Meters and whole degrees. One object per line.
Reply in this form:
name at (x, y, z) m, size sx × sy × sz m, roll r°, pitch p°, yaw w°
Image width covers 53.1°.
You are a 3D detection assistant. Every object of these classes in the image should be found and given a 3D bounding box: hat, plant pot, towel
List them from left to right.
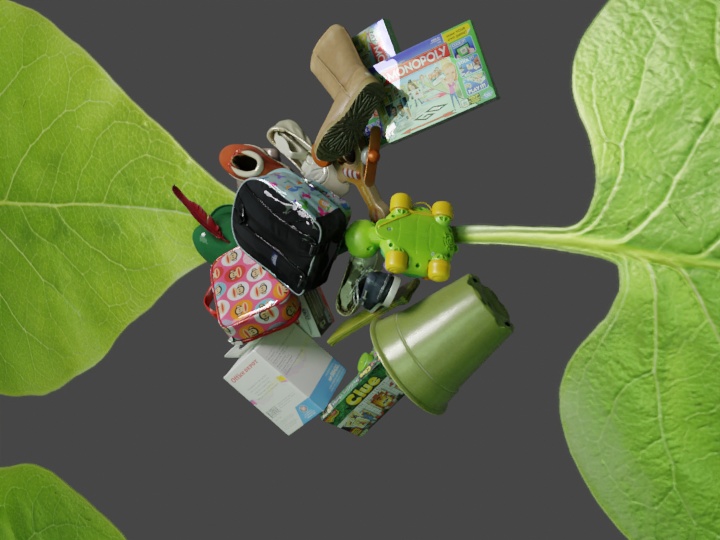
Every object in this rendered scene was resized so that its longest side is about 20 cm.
hat at (-0.324, -0.054, 1.482) m, size 0.165 × 0.176 × 0.201 m, roll -32°, pitch 81°, yaw 32°
towel at (0.025, 0.079, 1.344) m, size 0.200 × 0.086 × 0.018 m, roll -33°, pitch 97°, yaw 33°
plant pot at (0.152, 0.109, 1.224) m, size 0.190 × 0.200 × 0.200 m, roll -39°, pitch 77°, yaw 18°

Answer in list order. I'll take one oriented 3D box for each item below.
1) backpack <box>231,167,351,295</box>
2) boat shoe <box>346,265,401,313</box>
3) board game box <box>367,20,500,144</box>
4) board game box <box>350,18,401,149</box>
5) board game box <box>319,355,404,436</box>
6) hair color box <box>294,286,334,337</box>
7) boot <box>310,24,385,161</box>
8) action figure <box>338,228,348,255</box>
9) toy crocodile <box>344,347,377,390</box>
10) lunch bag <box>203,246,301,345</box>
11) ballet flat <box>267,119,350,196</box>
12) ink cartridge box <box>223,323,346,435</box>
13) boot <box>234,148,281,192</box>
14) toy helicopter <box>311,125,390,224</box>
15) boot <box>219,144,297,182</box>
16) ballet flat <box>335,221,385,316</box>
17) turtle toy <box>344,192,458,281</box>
backpack at (-0.125, -0.080, 1.261) m, size 0.200 × 0.150 × 0.178 m, roll 32°, pitch 127°, yaw 17°
boat shoe at (0.019, 0.033, 1.257) m, size 0.062 × 0.200 × 0.075 m, roll 27°, pitch 86°, yaw -5°
board game box at (0.117, -0.314, 1.215) m, size 0.199 × 0.029 × 0.135 m, roll -20°, pitch 88°, yaw 22°
board game box at (0.028, -0.328, 1.301) m, size 0.134 × 0.029 × 0.201 m, roll -22°, pitch 87°, yaw 34°
board game box at (0.026, 0.227, 1.343) m, size 0.200 × 0.105 × 0.023 m, roll -48°, pitch 32°, yaw 19°
hair color box at (-0.164, 0.079, 1.457) m, size 0.199 × 0.064 × 0.111 m, roll -7°, pitch 115°, yaw 34°
boot at (-0.045, -0.307, 1.250) m, size 0.175 × 0.066 × 0.200 m, roll -48°, pitch 45°, yaw 20°
action figure at (-0.106, -0.035, 1.426) m, size 0.200 × 0.055 × 0.118 m, roll -43°, pitch 78°, yaw 34°
toy crocodile at (0.015, 0.209, 1.390) m, size 0.067 × 0.062 × 0.201 m, roll 20°, pitch 114°, yaw -17°
lunch bag at (-0.209, 0.038, 1.352) m, size 0.176 × 0.082 × 0.200 m, roll -23°, pitch 44°, yaw 5°
ballet flat at (-0.104, -0.211, 1.374) m, size 0.200 × 0.069 × 0.070 m, roll 45°, pitch 119°, yaw 18°
ink cartridge box at (-0.154, 0.193, 1.403) m, size 0.200 × 0.125 × 0.128 m, roll 44°, pitch 130°, yaw -7°
boot at (-0.178, -0.166, 1.424) m, size 0.199 × 0.070 × 0.147 m, roll 14°, pitch 97°, yaw 39°
toy helicopter at (0.007, -0.172, 1.285) m, size 0.132 × 0.079 × 0.201 m, roll -20°, pitch 100°, yaw 52°
boot at (-0.219, -0.206, 1.362) m, size 0.200 × 0.107 × 0.075 m, roll 26°, pitch 94°, yaw 39°
ballet flat at (0.000, 0.000, 1.355) m, size 0.069 × 0.069 × 0.201 m, roll 31°, pitch 113°, yaw 24°
turtle toy at (0.072, -0.050, 1.246) m, size 0.199 × 0.101 × 0.146 m, roll 10°, pitch 68°, yaw -8°
